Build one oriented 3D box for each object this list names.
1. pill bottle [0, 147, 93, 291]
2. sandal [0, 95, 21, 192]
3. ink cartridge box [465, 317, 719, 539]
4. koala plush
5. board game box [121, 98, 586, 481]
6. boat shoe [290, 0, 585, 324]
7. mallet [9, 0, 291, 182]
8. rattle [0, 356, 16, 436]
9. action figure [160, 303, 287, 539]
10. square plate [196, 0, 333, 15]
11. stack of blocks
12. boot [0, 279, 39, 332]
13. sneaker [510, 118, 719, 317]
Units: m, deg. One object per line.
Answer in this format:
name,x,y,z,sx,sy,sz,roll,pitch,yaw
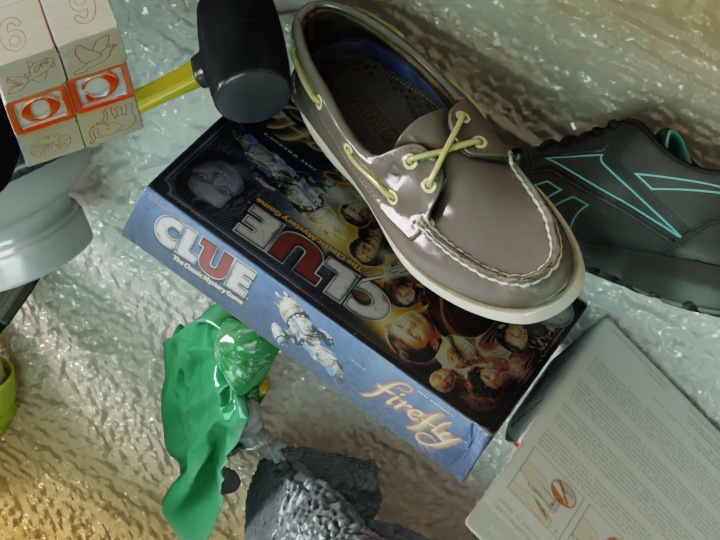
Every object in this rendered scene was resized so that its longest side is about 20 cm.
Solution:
pill bottle,-0.206,-0.092,1.370,0.110,0.111,0.201,-11,112,31
sandal,-0.166,-0.125,1.298,0.043,0.201,0.076,-12,150,34
ink cartridge box,0.127,0.132,1.270,0.160,0.200,0.047,46,126,-3
koala plush,0.034,0.198,1.375,0.199,0.184,0.178,17,85,-12
board game box,0.000,0.000,1.302,0.200,0.136,0.035,35,126,4
boat shoe,0.030,-0.053,1.247,0.200,0.072,0.060,49,168,37
mallet,-0.121,-0.066,1.291,0.199,0.066,0.041,-30,140,9
rattle,-0.302,0.062,1.492,0.200,0.143,0.130,38,146,-5
action figure,-0.069,0.064,1.355,0.200,0.054,0.119,121,137,-70
square plate,-0.022,-0.224,1.254,0.199,0.028,0.199,-10,112,31
stack of blocks,-0.159,-0.164,1.216,0.058,0.201,0.115,-18,153,-4
boot,-0.276,0.006,1.416,0.174,0.200,0.069,38,138,-6
sneaker,0.113,-0.035,1.279,0.199,0.075,0.080,16,94,26
